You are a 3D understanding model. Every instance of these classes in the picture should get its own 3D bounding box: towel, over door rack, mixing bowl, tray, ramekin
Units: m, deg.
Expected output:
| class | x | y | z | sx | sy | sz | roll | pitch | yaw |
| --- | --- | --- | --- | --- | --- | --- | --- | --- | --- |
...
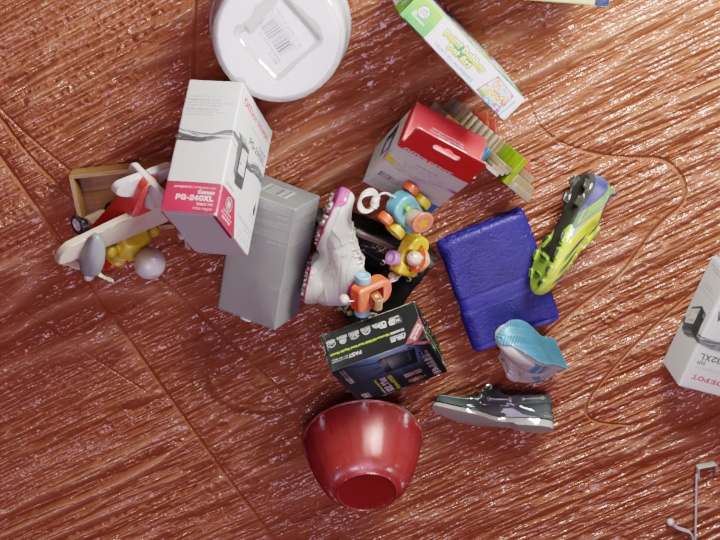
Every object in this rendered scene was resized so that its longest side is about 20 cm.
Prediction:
| class | x | y | z | sx | sy | sz | roll | pitch | yaw |
| --- | --- | --- | --- | --- | --- | --- | --- | --- | --- |
| towel | 0.211 | 0.013 | 1.664 | 0.147 | 0.050 | 0.200 | -22 | 112 | -1 |
| over door rack | 0.578 | 0.443 | 1.810 | 0.067 | 0.148 | 0.200 | 2 | 114 | -9 |
| mixing bowl | 0.006 | 0.313 | 1.719 | 0.200 | 0.108 | 0.200 | -2 | 132 | -2 |
| tray | -0.320 | -0.110 | 1.590 | 0.200 | 0.037 | 0.099 | -6 | 114 | 1 |
| ramekin | -0.111 | -0.328 | 1.472 | 0.200 | 0.098 | 0.201 | -1 | 113 | -3 |

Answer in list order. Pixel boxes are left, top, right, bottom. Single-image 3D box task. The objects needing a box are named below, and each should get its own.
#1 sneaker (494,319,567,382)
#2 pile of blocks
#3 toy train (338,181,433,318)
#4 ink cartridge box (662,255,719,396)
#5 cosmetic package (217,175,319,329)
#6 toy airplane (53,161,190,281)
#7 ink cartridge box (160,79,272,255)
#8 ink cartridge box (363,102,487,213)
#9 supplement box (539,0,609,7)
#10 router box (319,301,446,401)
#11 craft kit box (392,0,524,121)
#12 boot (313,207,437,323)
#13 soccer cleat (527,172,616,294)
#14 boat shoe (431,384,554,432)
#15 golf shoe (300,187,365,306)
| class | x | y | z | sx | sy | sz | roll | pitch | yaw |
| --- | --- | --- | --- | --- | --- | --- | --- | --- | --- |
| sneaker | 0.250 | 0.134 | 1.656 | 0.081 | 0.077 | 0.200 | -30 | 150 | 20 |
| pile of blocks | 0.189 | -0.185 | 1.556 | 0.200 | 0.082 | 0.062 | 38 | 100 | -18 |
| toy train | 0.046 | -0.025 | 1.522 | 0.150 | 0.056 | 0.200 | -19 | 128 | -35 |
| ink cartridge box | 0.591 | 0.097 | 1.694 | 0.145 | 0.084 | 0.200 | 15 | 112 | -9 |
| cosmetic package | -0.137 | -0.025 | 1.591 | 0.107 | 0.090 | 0.200 | 21 | 117 | 18 |
| toy airplane | -0.308 | -0.058 | 1.484 | 0.200 | 0.199 | 0.141 | -30 | 87 | 2 |
| ink cartridge box | -0.193 | -0.140 | 1.469 | 0.083 | 0.145 | 0.200 | 4 | 70 | 14 |
| ink cartridge box | 0.096 | -0.160 | 1.503 | 0.116 | 0.200 | 0.067 | 26 | 66 | -12 |
| supplement box | 0.229 | -0.463 | 1.409 | 0.199 | 0.134 | 0.200 | 3 | 113 | -4 |
| router box | 0.039 | 0.128 | 1.632 | 0.150 | 0.062 | 0.200 | -20 | 156 | 7 |
| craft kit box | 0.124 | -0.305 | 1.438 | 0.197 | 0.200 | 0.049 | 39 | 106 | -18 |
| boot | 0.000 | 0.000 | 1.635 | 0.200 | 0.073 | 0.151 | 20 | 111 | -16 |
| soccer cleat | 0.321 | -0.048 | 1.613 | 0.084 | 0.065 | 0.200 | 22 | 96 | -28 |
| boat shoe | 0.217 | 0.220 | 1.755 | 0.200 | 0.073 | 0.062 | 9 | 70 | 1 |
| golf shoe | -0.026 | -0.030 | 1.551 | 0.091 | 0.075 | 0.200 | 15 | 127 | -3 |
